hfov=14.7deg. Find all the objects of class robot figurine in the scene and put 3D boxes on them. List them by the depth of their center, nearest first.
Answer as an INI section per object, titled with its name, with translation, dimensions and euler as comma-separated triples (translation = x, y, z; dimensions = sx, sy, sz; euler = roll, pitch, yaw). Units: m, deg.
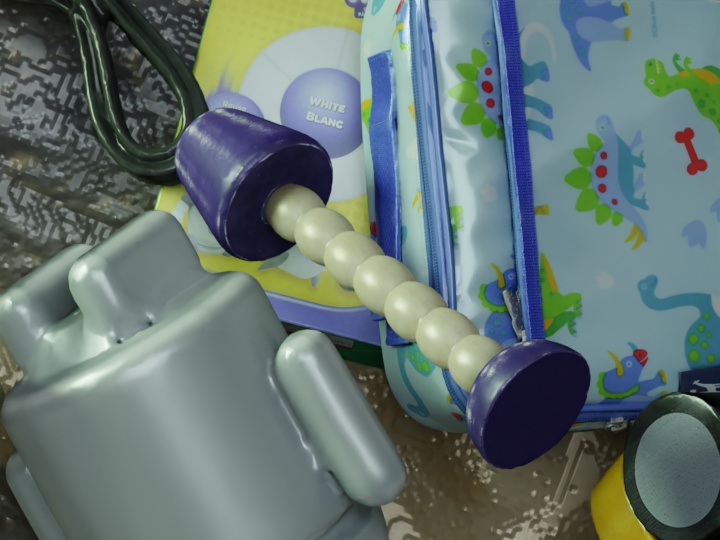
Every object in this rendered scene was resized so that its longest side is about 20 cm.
[robot figurine]
translation = -0.062, 0.079, 1.081
dimensions = 0.113, 0.170, 0.200
euler = -39, 104, -52

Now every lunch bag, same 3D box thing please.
[lunch bag]
translation = 0.081, -0.033, 1.120
dimensions = 0.161, 0.082, 0.200
euler = -1, 84, -23

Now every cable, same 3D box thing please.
[cable]
translation = -0.119, -0.121, 1.160
dimensions = 0.097, 0.050, 0.200
euler = -42, 78, -13

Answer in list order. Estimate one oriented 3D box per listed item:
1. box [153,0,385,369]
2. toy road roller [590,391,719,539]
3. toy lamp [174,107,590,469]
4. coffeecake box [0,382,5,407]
[box]
translation = -0.014, -0.069, 1.166
dimensions = 0.117, 0.048, 0.200
euler = 14, 75, -1
[toy road roller]
translation = 0.161, 0.145, 1.061
dimensions = 0.123, 0.146, 0.200
euler = 1, 48, -43
[toy lamp]
translation = 0.000, 0.000, 1.052
dimensions = 0.058, 0.058, 0.200
euler = -41, 50, -11
[coffeecake box]
translation = -0.241, 0.008, 1.076
dimensions = 0.200, 0.154, 0.073
euler = 35, 78, 4
